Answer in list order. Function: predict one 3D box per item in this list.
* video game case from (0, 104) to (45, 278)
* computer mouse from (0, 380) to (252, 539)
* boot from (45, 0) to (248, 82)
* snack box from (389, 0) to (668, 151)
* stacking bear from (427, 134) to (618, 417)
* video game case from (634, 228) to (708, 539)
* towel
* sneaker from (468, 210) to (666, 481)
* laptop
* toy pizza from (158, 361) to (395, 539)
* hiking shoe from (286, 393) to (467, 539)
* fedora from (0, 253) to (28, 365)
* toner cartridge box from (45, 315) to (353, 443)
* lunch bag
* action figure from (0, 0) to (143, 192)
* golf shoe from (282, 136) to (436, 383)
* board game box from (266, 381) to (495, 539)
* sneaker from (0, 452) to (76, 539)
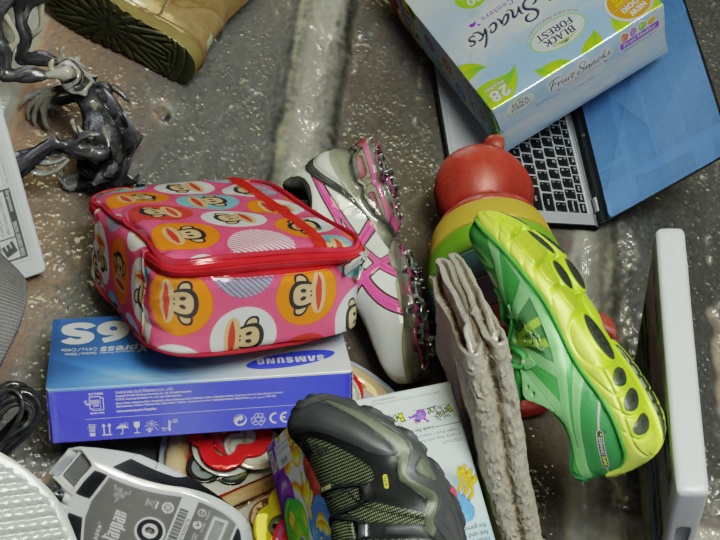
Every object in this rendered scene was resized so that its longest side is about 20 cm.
[{"bbox_3d":[-0.326,-0.067,0.924,0.181,0.023,0.202,-20,108,-27],"label":"video game case"},{"bbox_3d":[-0.164,0.148,0.869,0.199,0.110,0.044,23,13,-9],"label":"computer mouse"},{"bbox_3d":[-0.166,-0.269,1.166,0.174,0.066,0.201,33,54,-8],"label":"boot"},{"bbox_3d":[0.137,-0.223,1.160,0.168,0.068,0.201,-32,57,-3],"label":"snack box"},{"bbox_3d":[0.103,-0.011,1.029,0.113,0.122,0.201,15,46,-25],"label":"stacking bear"},{"bbox_3d":[0.212,0.105,0.944,0.023,0.183,0.201,0,54,5],"label":"video game case"},{"bbox_3d":[0.081,0.100,0.881,0.034,0.202,0.133,-14,25,-2],"label":"towel"},{"bbox_3d":[0.116,0.046,0.882,0.074,0.083,0.201,11,45,-56],"label":"sneaker"},{"bbox_3d":[0.177,-0.144,1.145,0.198,0.116,0.189,3,55,-14],"label":"laptop"},{"bbox_3d":[-0.040,0.135,0.941,0.198,0.032,0.202,8,55,-11],"label":"toy pizza"},{"bbox_3d":[0.011,0.163,0.757,0.100,0.076,0.201,-34,84,-30],"label":"hiking shoe"},{"bbox_3d":[-0.279,0.048,0.848,0.090,0.177,0.201,42,78,-22],"label":"fedora"},{"bbox_3d":[-0.109,0.067,0.920,0.198,0.044,0.095,-3,28,-9],"label":"toner cartridge box"},{"bbox_3d":[-0.085,-0.007,0.941,0.175,0.083,0.200,-5,19,-26],"label":"lunch bag"},{"bbox_3d":[-0.231,-0.122,1.020,0.201,0.101,0.119,62,20,-17],"label":"action figure"},{"bbox_3d":[0.000,0.000,1.033,0.091,0.073,0.201,-20,63,8],"label":"golf shoe"},{"bbox_3d":[0.022,0.187,0.853,0.104,0.103,0.202,-8,73,-21],"label":"board game box"},{"bbox_3d":[-0.190,0.191,0.803,0.200,0.105,0.075,48,62,-7],"label":"sneaker"}]
